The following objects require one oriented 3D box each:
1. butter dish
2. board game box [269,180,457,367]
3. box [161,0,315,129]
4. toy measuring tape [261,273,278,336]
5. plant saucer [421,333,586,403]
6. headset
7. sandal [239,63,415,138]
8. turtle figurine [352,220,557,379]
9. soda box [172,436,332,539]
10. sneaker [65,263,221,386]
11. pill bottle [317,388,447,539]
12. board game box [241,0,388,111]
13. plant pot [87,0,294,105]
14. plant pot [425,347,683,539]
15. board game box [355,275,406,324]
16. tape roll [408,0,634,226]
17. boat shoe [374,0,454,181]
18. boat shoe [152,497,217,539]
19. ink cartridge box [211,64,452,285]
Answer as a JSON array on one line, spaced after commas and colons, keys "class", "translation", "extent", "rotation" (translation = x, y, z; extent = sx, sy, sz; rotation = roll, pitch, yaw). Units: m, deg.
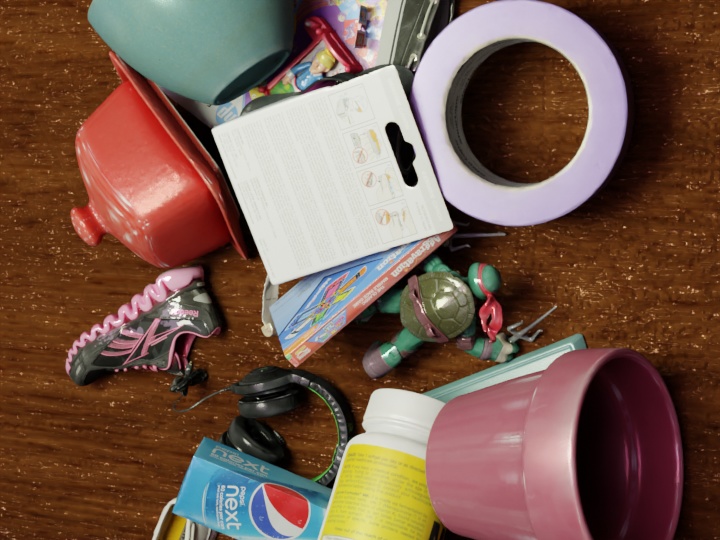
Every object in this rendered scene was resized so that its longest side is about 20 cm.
[{"class": "butter dish", "translation": [-0.221, -0.080, 1.654], "extent": [0.147, 0.200, 0.200], "rotation": [-36, 71, -8]}, {"class": "board game box", "translation": [0.000, 0.000, 1.578], "extent": [0.200, 0.103, 0.019], "rotation": [-40, 116, 8]}, {"class": "box", "translation": [-0.130, -0.255, 1.713], "extent": [0.155, 0.041, 0.201], "rotation": [37, 107, 23]}, {"class": "toy measuring tape", "translation": [-0.057, -0.030, 1.634], "extent": [0.073, 0.073, 0.202], "rotation": [10, 98, 28]}, {"class": "plant saucer", "translation": [0.131, 0.126, 1.581], "extent": [0.199, 0.019, 0.071], "rotation": [-23, 78, 27]}, {"class": "headset", "translation": [-0.100, 0.148, 1.687], "extent": [0.198, 0.094, 0.125], "rotation": [19, 103, 11]}, {"class": "sandal", "translation": [-0.037, -0.149, 1.577], "extent": [0.199, 0.048, 0.076], "rotation": [-12, 72, 27]}, {"class": "turtle figurine", "translation": [0.075, 0.027, 1.565], "extent": [0.199, 0.100, 0.151], "rotation": [-23, 83, 30]}, {"class": "soda box", "translation": [-0.077, 0.236, 1.619], "extent": [0.198, 0.068, 0.065], "rotation": [22, 101, 0]}, {"class": "sneaker", "translation": [-0.226, 0.079, 1.748], "extent": [0.199, 0.079, 0.096], "rotation": [-35, 85, 25]}, {"class": "pill bottle", "translation": [0.027, 0.219, 1.531], "extent": [0.113, 0.114, 0.202], "rotation": [7, 69, 28]}, {"class": "board game box", "translation": [-0.051, -0.196, 1.633], "extent": [0.156, 0.039, 0.202], "rotation": [7, 96, 21]}, {"class": "plant pot", "translation": [-0.140, -0.238, 1.581], "extent": [0.199, 0.200, 0.135], "rotation": [-36, 85, 23]}, {"class": "plant pot", "translation": [0.164, 0.172, 1.471], "extent": [0.178, 0.199, 0.202], "rotation": [-6, 87, 39]}, {"class": "board game box", "translation": [-0.029, -0.054, 1.666], "extent": [0.105, 0.023, 0.200], "rotation": [-48, 69, 17]}, {"class": "tape roll", "translation": [0.148, -0.143, 1.511], "extent": [0.198, 0.085, 0.202], "rotation": [2, 96, 14]}, {"class": "boat shoe", "translation": [0.051, -0.178, 1.598], "extent": [0.063, 0.071, 0.202], "rotation": [7, 91, 29]}, {"class": "boat shoe", "translation": [-0.205, 0.325, 1.729], "extent": [0.070, 0.070, 0.202], "rotation": [26, 101, 26]}, {"class": "ink cartridge box", "translation": [-0.022, -0.089, 1.545], "extent": [0.198, 0.057, 0.164], "rotation": [-18, 100, 21]}]
